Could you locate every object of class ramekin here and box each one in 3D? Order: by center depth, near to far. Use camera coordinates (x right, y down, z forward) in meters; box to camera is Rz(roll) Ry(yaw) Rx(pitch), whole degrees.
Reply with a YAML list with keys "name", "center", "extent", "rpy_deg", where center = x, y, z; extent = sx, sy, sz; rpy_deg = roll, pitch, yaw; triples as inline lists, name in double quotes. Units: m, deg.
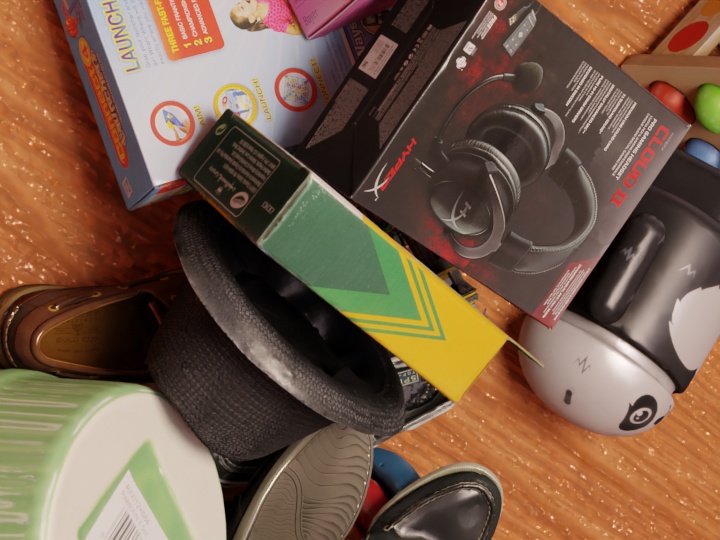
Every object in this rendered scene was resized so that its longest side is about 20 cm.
- name: "ramekin"
  center: [-0.162, 0.155, 1.110]
  extent: [0.200, 0.097, 0.201]
  rpy_deg: [8, 80, -59]

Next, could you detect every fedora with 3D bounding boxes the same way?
- name: "fedora"
  center: [-0.063, 0.050, 1.143]
  extent: [0.092, 0.201, 0.200]
  rpy_deg: [-42, 118, 13]

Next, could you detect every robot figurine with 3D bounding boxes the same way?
- name: "robot figurine"
  center: [0.195, 0.019, 1.346]
  extent: [0.150, 0.125, 0.200]
  rpy_deg: [38, 80, -29]

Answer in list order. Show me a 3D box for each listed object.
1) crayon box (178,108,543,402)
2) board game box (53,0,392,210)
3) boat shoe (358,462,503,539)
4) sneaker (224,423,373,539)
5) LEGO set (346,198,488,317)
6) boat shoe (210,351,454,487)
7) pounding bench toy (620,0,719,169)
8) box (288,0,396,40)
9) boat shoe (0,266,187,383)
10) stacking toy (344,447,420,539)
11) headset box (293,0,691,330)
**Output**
- name: "crayon box"
  center: [0.000, 0.000, 1.106]
  extent: [0.200, 0.126, 0.052]
  rpy_deg: [38, 91, -32]
- name: "board game box"
  center: [-0.078, -0.159, 1.176]
  extent: [0.195, 0.056, 0.201]
  rpy_deg: [-17, 85, -26]
- name: "boat shoe"
  center: [0.014, 0.202, 1.196]
  extent: [0.199, 0.066, 0.075]
  rpy_deg: [-40, 101, 6]
- name: "sneaker"
  center: [-0.078, 0.163, 1.222]
  extent: [0.075, 0.106, 0.200]
  rpy_deg: [41, 77, -35]
- name: "LEGO set"
  center: [0.080, -0.026, 1.260]
  extent: [0.200, 0.154, 0.116]
  rpy_deg: [-23, 80, -36]
- name: "boat shoe"
  center: [-0.017, 0.095, 1.272]
  extent: [0.199, 0.068, 0.074]
  rpy_deg: [-14, 103, -27]
- name: "pounding bench toy"
  center: [0.306, -0.133, 1.347]
  extent: [0.156, 0.200, 0.124]
  rpy_deg: [-46, 116, -17]
- name: "box"
  center: [0.013, -0.268, 1.158]
  extent: [0.175, 0.097, 0.201]
  rpy_deg: [-25, 88, -29]
- name: "boat shoe"
  center: [-0.127, 0.039, 1.203]
  extent: [0.199, 0.067, 0.072]
  rpy_deg: [-4, 98, -29]
- name: "stacking toy"
  center: [-0.033, 0.215, 1.271]
  extent: [0.200, 0.116, 0.110]
  rpy_deg: [-31, 108, -10]
- name: "headset box"
  center: [0.085, -0.070, 1.124]
  extent: [0.200, 0.077, 0.149]
  rpy_deg: [33, 94, -37]
